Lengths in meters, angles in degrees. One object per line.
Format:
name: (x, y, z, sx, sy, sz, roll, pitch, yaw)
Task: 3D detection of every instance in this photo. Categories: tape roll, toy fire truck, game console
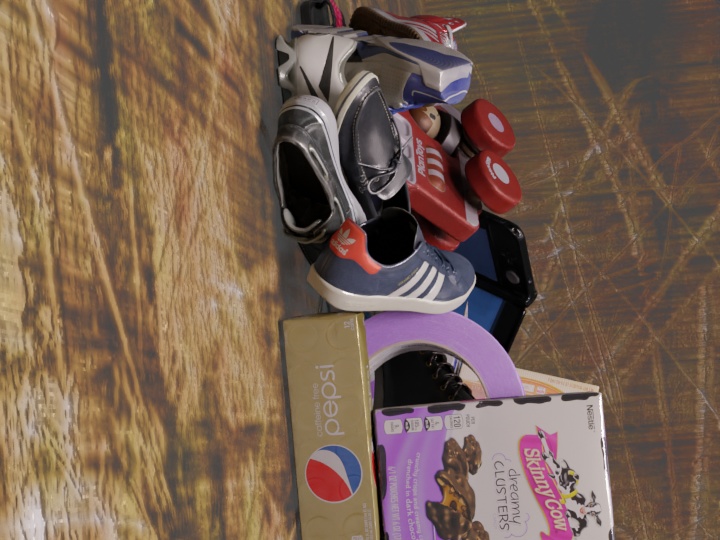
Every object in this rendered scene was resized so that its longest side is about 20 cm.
tape roll: (0.055, 0.136, 1.534, 0.066, 0.199, 0.201, 50, 35, -78)
toy fire truck: (0.069, -0.124, 1.712, 0.168, 0.112, 0.201, 35, 34, -31)
game console: (0.087, 0.010, 1.885, 0.116, 0.199, 0.176, -47, 143, -26)

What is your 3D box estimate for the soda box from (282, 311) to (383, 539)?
soda box: (-0.023, 0.137, 1.432, 0.064, 0.067, 0.201, -7, 92, -84)

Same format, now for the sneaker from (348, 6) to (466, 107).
sneaker: (0.075, -0.217, 1.694, 0.200, 0.112, 0.072, 49, -52, 53)

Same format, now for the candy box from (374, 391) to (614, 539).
candy box: (0.117, 0.196, 1.448, 0.072, 0.199, 0.169, 70, 15, -85)

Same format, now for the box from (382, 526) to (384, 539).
box: (0.059, 0.338, 1.524, 0.051, 0.157, 0.201, -16, 107, -77)

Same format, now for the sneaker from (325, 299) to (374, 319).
sneaker: (0.000, 0.000, 1.660, 0.200, 0.080, 0.077, 74, 13, -69)

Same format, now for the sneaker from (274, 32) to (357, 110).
sneaker: (-0.026, -0.120, 1.537, 0.074, 0.088, 0.201, -67, 153, -79)

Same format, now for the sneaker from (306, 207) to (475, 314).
sneaker: (0.044, -0.014, 1.475, 0.199, 0.075, 0.085, -5, 128, -50)

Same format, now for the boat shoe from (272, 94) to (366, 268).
boat shoe: (-0.046, -0.056, 1.458, 0.071, 0.072, 0.201, -61, 145, -43)

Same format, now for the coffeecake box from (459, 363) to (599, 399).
coffeecake box: (0.161, 0.202, 1.763, 0.073, 0.153, 0.201, 96, 9, -46)

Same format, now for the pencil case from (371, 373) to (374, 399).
pencil case: (0.022, 0.133, 1.804, 0.084, 0.085, 0.200, 45, -5, 16)

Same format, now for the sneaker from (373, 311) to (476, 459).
sneaker: (0.072, 0.095, 1.616, 0.075, 0.106, 0.201, 6, 85, -61)

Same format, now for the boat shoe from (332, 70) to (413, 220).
boat shoe: (0.014, -0.099, 1.495, 0.075, 0.062, 0.201, -49, 151, -31)

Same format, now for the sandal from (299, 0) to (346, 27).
sandal: (-0.033, -0.255, 1.743, 0.200, 0.045, 0.076, -80, 165, -67)

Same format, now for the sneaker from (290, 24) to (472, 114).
sneaker: (0.015, -0.167, 1.600, 0.080, 0.199, 0.116, -18, 119, -50)

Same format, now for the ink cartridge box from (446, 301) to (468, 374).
ink cartridge box: (0.081, 0.138, 1.783, 0.095, 0.037, 0.201, 86, 20, -61)
